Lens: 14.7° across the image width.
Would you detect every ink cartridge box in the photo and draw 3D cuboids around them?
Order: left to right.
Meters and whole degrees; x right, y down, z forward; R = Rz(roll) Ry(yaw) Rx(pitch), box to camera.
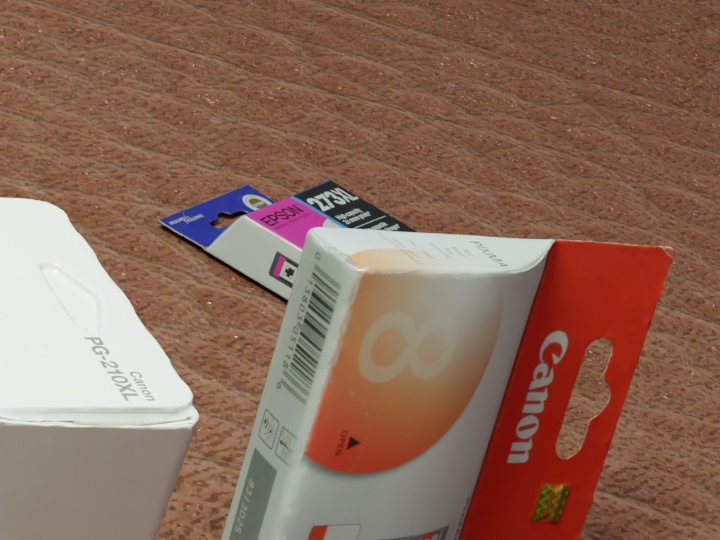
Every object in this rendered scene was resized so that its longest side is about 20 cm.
[{"bbox_3d":[-0.145,0.091,0.966,0.084,0.200,0.145,4,29,-33],"label":"ink cartridge box"},{"bbox_3d":[0.000,0.000,1.469,0.200,0.037,0.095,29,25,20],"label":"ink cartridge box"},{"bbox_3d":[0.048,0.066,1.216,0.200,0.162,0.050,3,23,-32],"label":"ink cartridge box"}]
